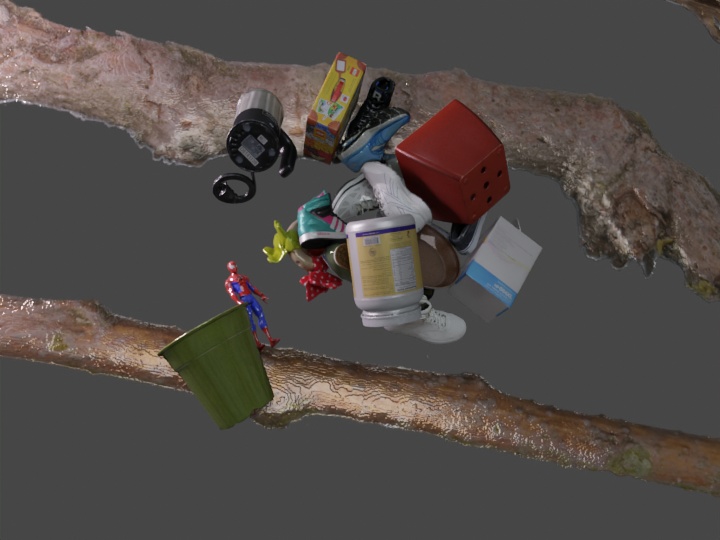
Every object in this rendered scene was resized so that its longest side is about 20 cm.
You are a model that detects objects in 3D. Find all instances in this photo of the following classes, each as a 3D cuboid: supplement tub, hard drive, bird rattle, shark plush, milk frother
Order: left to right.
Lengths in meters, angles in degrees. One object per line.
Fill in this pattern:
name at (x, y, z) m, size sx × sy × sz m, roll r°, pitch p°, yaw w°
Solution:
milk frother at (-0.258, -0.279, 1.344) m, size 0.195 × 0.183 × 0.190 m, roll -21°, pitch 34°, yaw 11°
bird rattle at (-0.109, -0.045, 1.300) m, size 0.198 × 0.113 × 0.164 m, roll 35°, pitch 51°, yaw 0°
supplement tub at (0.050, -0.002, 1.164) m, size 0.141 × 0.145 × 0.206 m, roll -9°, pitch 95°, yaw -14°
shark plush at (0.112, -0.263, 1.459) m, size 0.194 × 0.092 × 0.085 m, roll 5°, pitch 47°, yaw 14°
hard drive at (0.117, -0.071, 1.388) m, size 0.197 × 0.027 × 0.134 m, roll 30°, pitch 67°, yaw 1°

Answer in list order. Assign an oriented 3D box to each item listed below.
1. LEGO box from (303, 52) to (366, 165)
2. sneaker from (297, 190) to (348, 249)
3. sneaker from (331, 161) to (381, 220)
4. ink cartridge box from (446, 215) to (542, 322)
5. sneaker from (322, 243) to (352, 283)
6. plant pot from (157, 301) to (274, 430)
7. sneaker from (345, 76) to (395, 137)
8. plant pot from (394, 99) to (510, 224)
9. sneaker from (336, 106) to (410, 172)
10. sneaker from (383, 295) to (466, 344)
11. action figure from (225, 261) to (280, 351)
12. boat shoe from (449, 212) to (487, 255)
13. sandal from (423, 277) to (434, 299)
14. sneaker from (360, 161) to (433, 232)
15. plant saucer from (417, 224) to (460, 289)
LEGO box at (-0.063, -0.384, 1.403) m, size 0.075 × 0.149 × 0.204 m, roll 22°, pitch 67°, yaw -1°
sneaker at (-0.065, -0.111, 1.290) m, size 0.197 × 0.083 × 0.124 m, roll 1°, pitch 69°, yaw -48°
sneaker at (0.020, -0.161, 1.357) m, size 0.114 × 0.076 × 0.200 m, roll 35°, pitch 68°, yaw 26°
ink cartridge box at (0.312, -0.011, 1.347) m, size 0.124 × 0.129 × 0.202 m, roll 36°, pitch 68°, yaw 2°
sneaker at (0.000, 0.000, 1.274) m, size 0.198 × 0.089 × 0.069 m, roll 34°, pitch 75°, yaw -32°
plant pot at (-0.263, 0.196, 1.144) m, size 0.197 × 0.200 × 0.193 m, roll -28°, pitch 88°, yaw -19°
sneaker at (0.023, -0.395, 1.444) m, size 0.072 × 0.112 × 0.203 m, roll 26°, pitch 67°, yaw 1°
plant pot at (0.223, -0.222, 1.318) m, size 0.199 × 0.202 × 0.176 m, roll -39°, pitch 46°, yaw -13°
sneaker at (0.038, -0.312, 1.409) m, size 0.198 × 0.090 × 0.079 m, roll -35°, pitch 34°, yaw 6°
sneaker at (0.152, 0.107, 1.281) m, size 0.194 × 0.116 × 0.076 m, roll 7°, pitch 66°, yaw -9°
action figure at (-0.236, 0.069, 1.253) m, size 0.064 × 0.052 × 0.203 m, roll -18°, pitch 71°, yaw -38°
boat shoe at (0.253, -0.137, 1.398) m, size 0.067 × 0.071 × 0.204 m, roll 39°, pitch 59°, yaw -32°
sandal at (0.076, 0.010, 1.334) m, size 0.197 × 0.081 × 0.058 m, roll 24°, pitch 42°, yaw -4°
sneaker at (0.069, -0.159, 1.301) m, size 0.087 × 0.075 × 0.200 m, roll -44°, pitch 82°, yaw -7°
plant saucer at (0.130, -0.031, 1.312) m, size 0.195 × 0.037 × 0.204 m, roll 16°, pitch 45°, yaw -16°
